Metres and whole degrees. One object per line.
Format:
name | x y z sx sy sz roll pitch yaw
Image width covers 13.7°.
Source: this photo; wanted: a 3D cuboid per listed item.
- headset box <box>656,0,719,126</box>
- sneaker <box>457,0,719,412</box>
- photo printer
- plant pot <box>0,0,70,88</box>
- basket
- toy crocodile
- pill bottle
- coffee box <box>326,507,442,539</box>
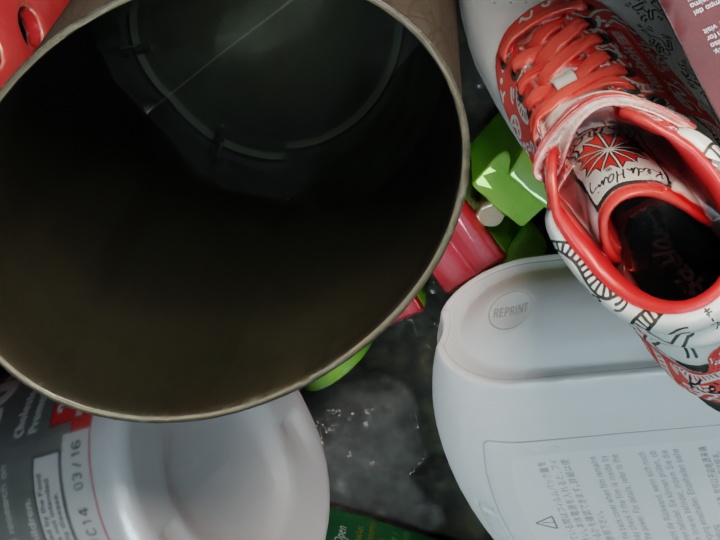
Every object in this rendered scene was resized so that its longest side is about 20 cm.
headset box | 0.112 -0.144 0.952 0.075 0.149 0.200 -25 113 14
sneaker | 0.081 -0.051 0.975 0.067 0.201 0.108 -32 155 9
photo printer | 0.130 0.058 1.085 0.200 0.069 0.166 -7 140 18
plant pot | -0.207 -0.040 1.044 0.200 0.183 0.201 5 121 8
basket | -0.036 -0.067 0.990 0.180 0.200 0.136 -37 108 24
toy crocodile | 0.000 0.000 1.103 0.200 0.062 0.068 -29 112 22
pill bottle | -0.119 0.093 1.119 0.200 0.114 0.114 -18 117 39
coffee box | 0.005 0.162 1.205 0.200 0.044 0.123 17 121 -2
